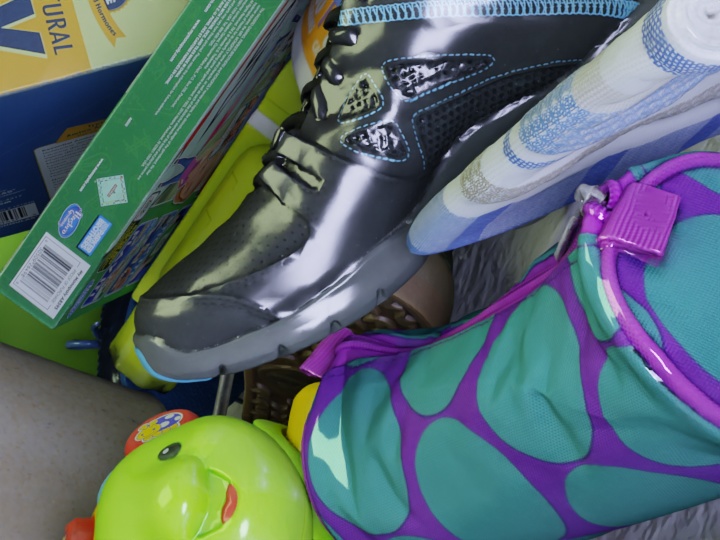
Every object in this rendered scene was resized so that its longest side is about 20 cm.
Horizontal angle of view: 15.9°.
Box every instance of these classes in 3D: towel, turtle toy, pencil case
[{"bbox_3d":[0.100,-0.055,0.646,0.024,0.147,0.200,63,159,5],"label":"towel"},{"bbox_3d":[-0.048,0.103,0.858,0.200,0.101,0.146,127,154,-65],"label":"turtle toy"},{"bbox_3d":[0.057,0.031,0.725,0.085,0.092,0.200,-47,6,-31],"label":"pencil case"}]

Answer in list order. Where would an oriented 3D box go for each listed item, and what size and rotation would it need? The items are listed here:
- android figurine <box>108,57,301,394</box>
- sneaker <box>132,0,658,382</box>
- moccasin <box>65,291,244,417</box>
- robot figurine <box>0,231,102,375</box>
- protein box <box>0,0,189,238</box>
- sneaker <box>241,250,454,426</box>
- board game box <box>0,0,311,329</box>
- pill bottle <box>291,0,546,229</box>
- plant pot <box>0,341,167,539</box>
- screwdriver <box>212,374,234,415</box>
[{"bbox_3d":[-0.022,-0.042,0.998,0.200,0.041,0.182,-52,-3,22],"label":"android figurine"},{"bbox_3d":[0.005,-0.045,0.762,0.200,0.082,0.073,-39,13,-4],"label":"sneaker"},{"bbox_3d":[-0.080,0.016,1.149,0.068,0.080,0.200,-36,20,32],"label":"moccasin"},{"bbox_3d":[-0.164,0.054,1.218,0.115,0.176,0.200,5,47,24],"label":"robot figurine"},{"bbox_3d":[-0.169,-0.098,1.047,0.200,0.198,0.135,97,157,-77],"label":"protein box"},{"bbox_3d":[0.000,0.000,0.908,0.200,0.067,0.090,112,178,-69],"label":"sneaker"},{"bbox_3d":[-0.046,-0.074,0.921,0.200,0.029,0.135,-54,-5,11],"label":"board game box"},{"bbox_3d":[0.070,-0.117,0.836,0.200,0.112,0.112,-54,23,34],"label":"pill bottle"},{"bbox_3d":[-0.176,0.096,0.986,0.200,0.183,0.201,-166,90,-71],"label":"plant pot"},{"bbox_3d":[-0.059,0.081,0.985,0.029,0.028,0.200,-82,4,-53],"label":"screwdriver"}]
